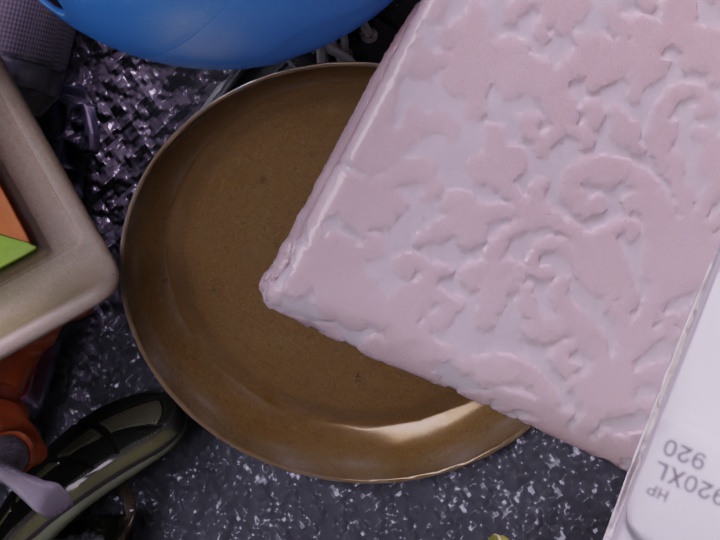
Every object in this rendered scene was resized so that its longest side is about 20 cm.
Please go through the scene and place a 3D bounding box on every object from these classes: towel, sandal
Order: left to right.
[{"bbox_3d":[-0.145,0.134,0.977,0.057,0.080,0.201,38,105,-14],"label":"sandal"},{"bbox_3d":[0.088,-0.031,0.820,0.200,0.032,0.191,24,100,-17],"label":"towel"}]

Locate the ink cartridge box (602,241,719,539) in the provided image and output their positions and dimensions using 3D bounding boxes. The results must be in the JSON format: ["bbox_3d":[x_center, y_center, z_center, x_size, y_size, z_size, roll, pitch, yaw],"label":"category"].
[{"bbox_3d":[0.195,0.074,0.735,0.147,0.200,0.145,22,98,24],"label":"ink cartridge box"}]

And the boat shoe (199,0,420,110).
[{"bbox_3d":[-0.011,-0.096,0.911,0.199,0.068,0.074,-41,73,19],"label":"boat shoe"}]

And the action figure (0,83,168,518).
[{"bbox_3d":[-0.169,0.007,0.956,0.193,0.104,0.200,11,89,52],"label":"action figure"}]

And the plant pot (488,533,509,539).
[{"bbox_3d":[0.126,0.212,0.768,0.193,0.200,0.201,10,94,-1],"label":"plant pot"}]

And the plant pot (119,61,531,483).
[{"bbox_3d":[0.000,0.000,0.877,0.200,0.027,0.200,2,119,3],"label":"plant pot"}]

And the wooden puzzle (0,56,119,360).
[{"bbox_3d":[-0.220,-0.036,0.831,0.185,0.037,0.200,-30,87,-12],"label":"wooden puzzle"}]

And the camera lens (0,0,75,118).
[{"bbox_3d":[-0.196,-0.171,0.948,0.160,0.160,0.200,15,93,25],"label":"camera lens"}]

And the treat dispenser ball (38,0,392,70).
[{"bbox_3d":[-0.054,-0.176,0.786,0.201,0.201,0.201,-1,89,26],"label":"treat dispenser ball"}]
